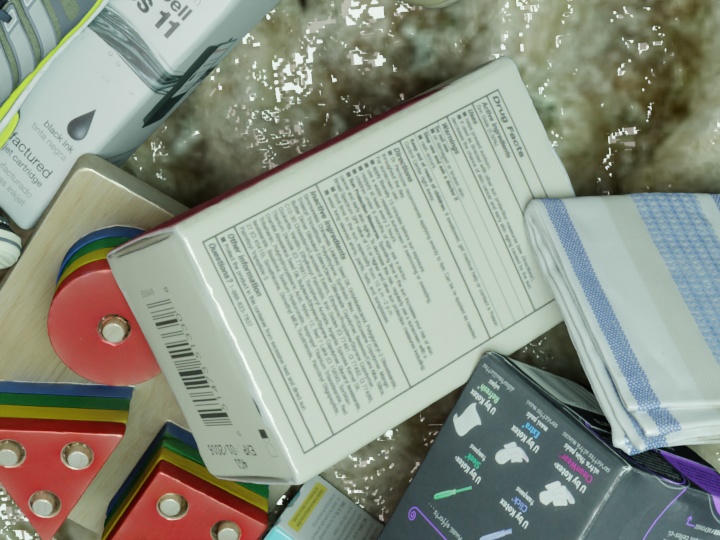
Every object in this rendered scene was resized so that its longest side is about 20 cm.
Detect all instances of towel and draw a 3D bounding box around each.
[{"bbox_3d":[0.183,0.019,0.680,0.198,0.148,0.024,-2,137,-20],"label":"towel"}]

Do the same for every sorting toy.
[{"bbox_3d":[-0.115,0.075,0.795,0.198,0.070,0.200,30,113,-16],"label":"sorting toy"}]

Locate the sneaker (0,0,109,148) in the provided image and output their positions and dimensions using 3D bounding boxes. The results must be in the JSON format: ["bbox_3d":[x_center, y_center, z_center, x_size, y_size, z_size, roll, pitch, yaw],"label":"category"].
[{"bbox_3d":[-0.176,-0.124,0.709,0.074,0.081,0.201,35,109,3],"label":"sneaker"}]

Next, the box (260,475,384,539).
[{"bbox_3d":[0.029,0.204,0.824,0.199,0.082,0.049,38,109,3],"label":"box"}]

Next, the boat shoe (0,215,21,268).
[{"bbox_3d":[-0.252,-0.042,0.808,0.199,0.074,0.063,16,90,45],"label":"boat shoe"}]

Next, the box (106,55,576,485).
[{"bbox_3d":[0.000,0.000,0.716,0.199,0.109,0.129,-29,97,-27],"label":"box"}]

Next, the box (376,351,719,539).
[{"bbox_3d":[0.076,0.158,0.689,0.106,0.122,0.201,40,104,48],"label":"box"}]

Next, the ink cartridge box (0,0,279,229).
[{"bbox_3d":[-0.149,-0.145,0.785,0.200,0.083,0.147,-43,90,18],"label":"ink cartridge box"}]

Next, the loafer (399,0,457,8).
[{"bbox_3d":[-0.020,-0.211,0.748,0.200,0.068,0.076,39,108,2],"label":"loafer"}]
